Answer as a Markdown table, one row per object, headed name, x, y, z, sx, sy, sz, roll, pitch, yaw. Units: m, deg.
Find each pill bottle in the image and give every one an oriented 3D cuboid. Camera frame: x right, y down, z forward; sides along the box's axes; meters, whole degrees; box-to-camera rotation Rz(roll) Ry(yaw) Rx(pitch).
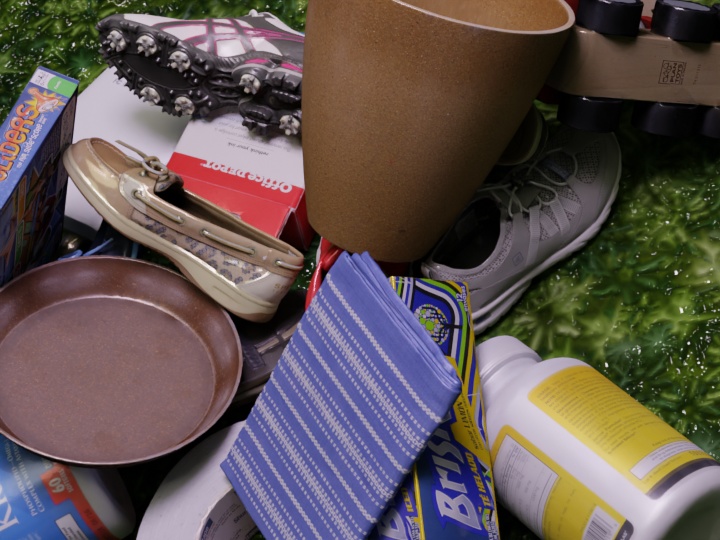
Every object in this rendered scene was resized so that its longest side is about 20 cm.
| name | x | y | z | sx | sy | sz | roll | pitch | yaw |
| --- | --- | --- | --- | --- | --- | --- | --- | --- | --- |
| pill bottle | 0.147 | 0.128 | 1.290 | 0.112 | 0.112 | 0.200 | -44 | 53 | -10 |
| pill bottle | -0.276 | 0.190 | 1.418 | 0.200 | 0.112 | 0.112 | -30 | 52 | 0 |

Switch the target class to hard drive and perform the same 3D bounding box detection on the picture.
| name | x | y | z | sx | sy | sz | roll | pitch | yaw |
| --- | --- | --- | --- | --- | --- | --- | --- | --- | --- |
| hard drive | -0.197 | -0.114 | 1.628 | 0.132 | 0.025 | 0.200 | 24 | 59 | 33 |

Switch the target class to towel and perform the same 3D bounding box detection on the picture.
| name | x | y | z | sx | sy | sz | roll | pitch | yaw |
| --- | --- | --- | --- | --- | --- | --- | --- | --- | --- |
| towel | -0.014 | 0.104 | 1.280 | 0.145 | 0.024 | 0.200 | 52 | 123 | 38 |

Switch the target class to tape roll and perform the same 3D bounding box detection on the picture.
| name | x | y | z | sx | sy | sz | roll | pitch | yaw |
| --- | --- | --- | --- | --- | --- | --- | --- | --- | --- |
| tape roll | -0.056 | 0.201 | 1.352 | 0.200 | 0.066 | 0.201 | -11 | 54 | 15 |

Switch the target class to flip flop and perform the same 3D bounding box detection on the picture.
| name | x | y | z | sx | sy | sz | roll | pitch | yaw |
| --- | --- | --- | --- | --- | --- | --- | --- | --- | --- |
| flip flop | -0.099 | 0.074 | 1.466 | 0.200 | 0.058 | 0.081 | -22 | 56 | -13 |

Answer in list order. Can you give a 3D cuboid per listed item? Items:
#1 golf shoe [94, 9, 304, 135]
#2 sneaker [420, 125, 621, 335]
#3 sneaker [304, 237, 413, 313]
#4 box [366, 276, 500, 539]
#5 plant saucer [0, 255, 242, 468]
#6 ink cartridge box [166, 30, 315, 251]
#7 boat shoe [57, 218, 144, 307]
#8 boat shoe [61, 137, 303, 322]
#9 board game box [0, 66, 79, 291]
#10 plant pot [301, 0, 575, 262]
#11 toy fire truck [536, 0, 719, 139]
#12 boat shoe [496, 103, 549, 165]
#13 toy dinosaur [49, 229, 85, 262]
| name | x | y | z | sx | sy | sz | roll | pitch | yaw |
| --- | --- | --- | --- | --- | --- | --- | --- | --- | --- |
| golf shoe | -0.110 | -0.166 | 1.525 | 0.200 | 0.077 | 0.088 | 18 | 48 | 15 |
| sneaker | 0.122 | -0.041 | 1.434 | 0.075 | 0.082 | 0.200 | 30 | 72 | 34 |
| sneaker | 0.000 | 0.000 | 1.435 | 0.077 | 0.085 | 0.200 | 8 | 46 | 2 |
| box | 0.040 | 0.110 | 1.283 | 0.070 | 0.064 | 0.201 | -30 | 62 | 53 |
| plant saucer | -0.185 | 0.071 | 1.397 | 0.200 | 0.035 | 0.201 | 4 | 46 | -4 |
| ink cartridge box | -0.077 | -0.094 | 1.548 | 0.116 | 0.067 | 0.200 | 16 | 64 | 17 |
| boat shoe | -0.209 | 0.021 | 1.496 | 0.068 | 0.084 | 0.201 | 10 | 72 | -1 |
| boat shoe | -0.132 | -0.043 | 1.447 | 0.200 | 0.073 | 0.063 | 36 | 111 | 2 |
| board game box | -0.261 | -0.039 | 1.462 | 0.034 | 0.200 | 0.136 | 22 | 52 | 3 |
| plant pot | 0.031 | -0.115 | 1.369 | 0.186 | 0.186 | 0.200 | 37 | 120 | 36 |
| toy fire truck | 0.193 | -0.188 | 1.466 | 0.176 | 0.129 | 0.200 | 1 | 18 | -25 |
| boat shoe | 0.077 | -0.130 | 1.479 | 0.201 | 0.066 | 0.072 | 28 | 101 | 43 |
| toy dinosaur | -0.250 | 0.016 | 1.571 | 0.200 | 0.048 | 0.088 | -45 | 46 | -16 |
